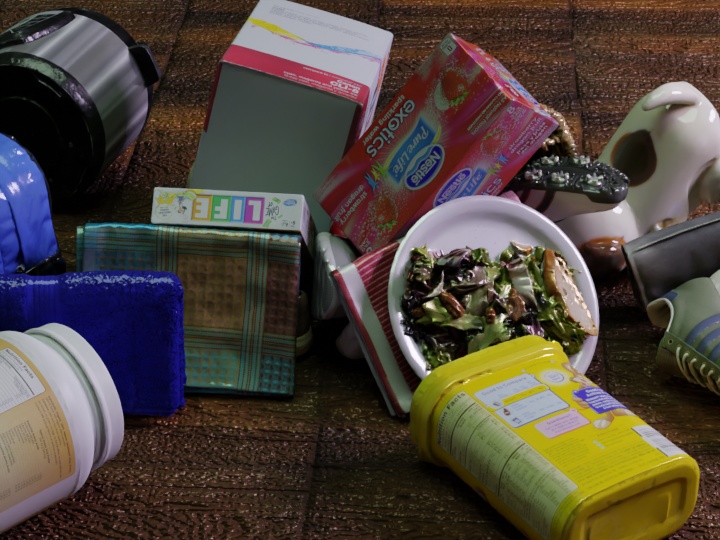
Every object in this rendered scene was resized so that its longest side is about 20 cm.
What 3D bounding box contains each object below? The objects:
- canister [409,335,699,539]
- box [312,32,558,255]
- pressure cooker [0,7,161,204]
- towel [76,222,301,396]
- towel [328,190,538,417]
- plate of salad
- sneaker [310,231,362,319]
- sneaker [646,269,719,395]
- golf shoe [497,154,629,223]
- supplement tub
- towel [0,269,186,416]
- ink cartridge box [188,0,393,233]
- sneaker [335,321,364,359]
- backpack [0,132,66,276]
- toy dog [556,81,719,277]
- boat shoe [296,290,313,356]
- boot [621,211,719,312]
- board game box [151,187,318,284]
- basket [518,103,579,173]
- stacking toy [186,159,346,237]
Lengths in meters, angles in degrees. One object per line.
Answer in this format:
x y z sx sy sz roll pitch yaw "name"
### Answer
0.154 0.145 1.501 0.148 0.087 0.200 -17 35 -28 "canister"
0.067 -0.100 1.696 0.100 0.200 0.095 50 17 29 "box"
-0.318 -0.181 1.997 0.175 0.179 0.200 26 34 5 "pressure cooker"
-0.153 0.035 1.643 0.199 0.148 0.022 3 7 4 "towel"
0.085 0.028 1.656 0.199 0.145 0.023 -24 -3 -26 "towel"
0.120 0.028 1.630 0.199 0.201 0.048 -14 -10 -23 "plate of salad"
0.000 0.000 1.725 0.082 0.075 0.200 5 11 4 "sneaker"
0.305 0.079 1.647 0.089 0.067 0.201 -17 37 7 "sneaker"
0.160 -0.059 1.750 0.199 0.089 0.077 1 20 32 "golf shoe"
-0.298 0.134 1.463 0.144 0.145 0.200 25 38 38 "supplement tub"
-0.246 0.067 1.581 0.199 0.148 0.050 -2 39 -4 "towel"
-0.064 -0.156 1.831 0.144 0.146 0.200 16 29 2 "ink cartridge box"
0.079 0.050 1.696 0.199 0.075 0.089 -22 74 -11 "sneaker"
-0.356 -0.020 1.679 0.162 0.201 0.168 19 35 30 "backpack"
0.266 -0.073 1.797 0.200 0.194 0.140 -41 69 -1 "toy dog"
-0.137 0.026 1.725 0.199 0.072 0.072 12 31 22 "boat shoe"
0.352 -0.007 1.761 0.199 0.182 0.073 -31 46 1 "boot"
-0.108 -0.029 1.734 0.134 0.034 0.200 3 -14 6 "board game box"
0.122 -0.094 1.864 0.199 0.143 0.149 -16 32 -25 "basket"
-0.074 -0.061 1.883 0.199 0.086 0.085 23 36 25 "stacking toy"
